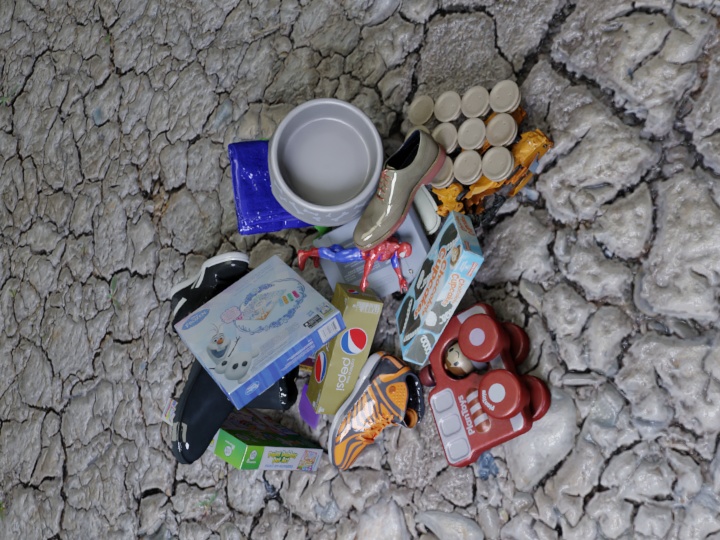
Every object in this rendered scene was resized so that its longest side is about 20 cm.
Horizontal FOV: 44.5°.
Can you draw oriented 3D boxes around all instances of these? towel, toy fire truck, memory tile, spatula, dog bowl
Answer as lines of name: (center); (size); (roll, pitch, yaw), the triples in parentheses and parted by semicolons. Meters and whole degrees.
towel: (-0.109, -0.142, 1.418); (0.049, 0.196, 0.151); (168, 94, -69)
toy fire truck: (0.163, 0.159, 1.260); (0.167, 0.111, 0.203); (-31, 64, 26)
memory tile: (0.149, -0.201, 1.331); (0.197, 0.017, 0.156); (-1, 77, 38)
spatula: (-0.056, 0.166, 1.480); (0.056, 0.020, 0.203); (31, 99, 41)
dog bowl: (-0.052, -0.174, 1.367); (0.196, 0.059, 0.204); (0, 83, -4)

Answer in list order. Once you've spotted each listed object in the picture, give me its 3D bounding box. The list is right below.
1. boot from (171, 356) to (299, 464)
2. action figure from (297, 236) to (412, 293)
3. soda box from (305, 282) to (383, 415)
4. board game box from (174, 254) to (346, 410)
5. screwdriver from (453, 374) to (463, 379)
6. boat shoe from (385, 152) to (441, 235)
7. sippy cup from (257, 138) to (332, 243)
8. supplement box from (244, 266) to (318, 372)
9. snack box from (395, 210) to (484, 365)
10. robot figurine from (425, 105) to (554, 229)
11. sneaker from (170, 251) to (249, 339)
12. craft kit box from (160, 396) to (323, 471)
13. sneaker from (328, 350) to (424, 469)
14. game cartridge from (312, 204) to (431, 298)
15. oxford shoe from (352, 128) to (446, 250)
boot: (-0.183, 0.196, 1.323); (0.165, 0.077, 0.203); (1, 60, 22)
action figure: (0.000, 0.000, 1.381); (0.197, 0.065, 0.101); (-9, 94, 35)
soda box: (-0.027, 0.126, 1.404); (0.068, 0.063, 0.203); (-133, 57, -62)
board game box: (-0.153, 0.085, 1.322); (0.199, 0.044, 0.199); (-35, 42, -15)
screwdriver: (0.129, 0.106, 1.356); (0.029, 0.028, 0.203); (-14, 66, 2)
boat shoe: (0.061, -0.136, 1.426); (0.200, 0.067, 0.072); (44, 104, 17)
sippy cup: (-0.123, -0.134, 1.508); (0.130, 0.137, 0.182); (163, 103, -70)
supplement box: (-0.142, 0.079, 1.482); (0.199, 0.130, 0.105); (29, 97, 42)
snack box: (0.113, 0.026, 1.301); (0.117, 0.037, 0.202); (-98, 31, -58)
robot figurine: (0.191, -0.152, 1.334); (0.200, 0.058, 0.146); (-46, 58, 20)
sneaker: (-0.241, 0.055, 1.448); (0.199, 0.072, 0.114); (-31, 61, 42)
craft kit box: (-0.194, 0.270, 1.454); (0.198, 0.196, 0.049); (21, 94, 36)
sneaker: (0.027, 0.235, 1.371); (0.111, 0.077, 0.203); (29, 99, 37)
game cartridge: (0.023, -0.025, 1.417); (0.198, 0.040, 0.135); (-24, 89, 35)
oxford shoe: (0.043, -0.124, 1.316); (0.070, 0.075, 0.201); (34, 89, 42)
